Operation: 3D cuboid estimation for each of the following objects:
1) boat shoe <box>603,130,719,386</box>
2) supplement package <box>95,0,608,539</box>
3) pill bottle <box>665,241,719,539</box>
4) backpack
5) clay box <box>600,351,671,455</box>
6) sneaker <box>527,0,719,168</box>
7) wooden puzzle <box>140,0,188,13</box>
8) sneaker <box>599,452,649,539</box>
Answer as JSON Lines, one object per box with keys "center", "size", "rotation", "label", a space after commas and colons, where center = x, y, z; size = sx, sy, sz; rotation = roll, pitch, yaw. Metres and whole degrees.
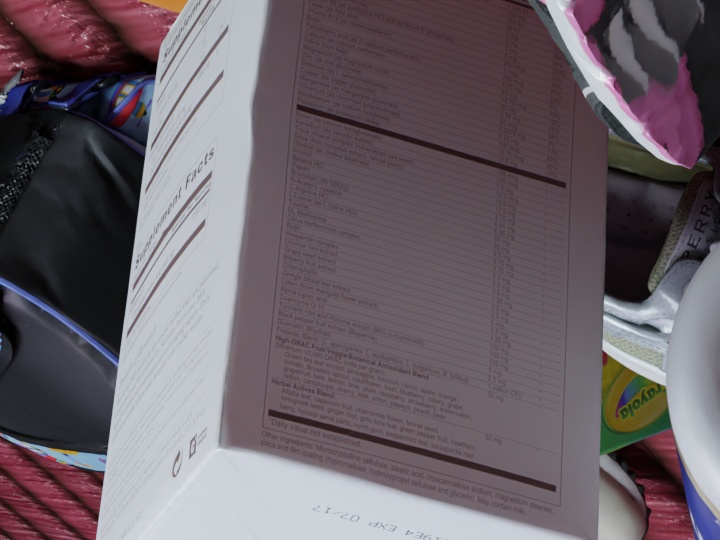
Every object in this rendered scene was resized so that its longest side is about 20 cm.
{"center": [0.086, -0.015, 0.965], "size": [0.202, 0.074, 0.065], "rotation": [23, 165, 24], "label": "boat shoe"}
{"center": [0.000, 0.000, 0.851], "size": [0.114, 0.200, 0.110], "rotation": [17, 146, -17], "label": "supplement package"}
{"center": [0.153, 0.062, 0.861], "size": [0.116, 0.116, 0.200], "rotation": [21, 162, 19], "label": "pill bottle"}
{"center": [-0.117, 0.007, 1.222], "size": [0.183, 0.135, 0.200], "rotation": [36, 160, -27], "label": "backpack"}
{"center": [0.017, 0.059, 1.113], "size": [0.115, 0.200, 0.048], "rotation": [4, 108, 52], "label": "clay box"}
{"center": [0.041, -0.119, 0.726], "size": [0.086, 0.080, 0.200], "rotation": [19, 143, 59], "label": "sneaker"}
{"center": [-0.059, -0.121, 0.934], "size": [0.200, 0.037, 0.185], "rotation": [14, 158, 36], "label": "wooden puzzle"}
{"center": [0.029, 0.092, 1.299], "size": [0.200, 0.093, 0.070], "rotation": [31, 163, -15], "label": "sneaker"}
